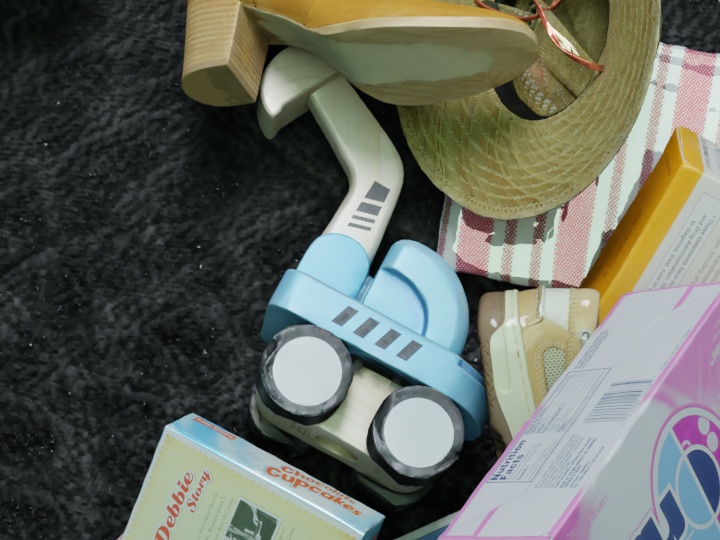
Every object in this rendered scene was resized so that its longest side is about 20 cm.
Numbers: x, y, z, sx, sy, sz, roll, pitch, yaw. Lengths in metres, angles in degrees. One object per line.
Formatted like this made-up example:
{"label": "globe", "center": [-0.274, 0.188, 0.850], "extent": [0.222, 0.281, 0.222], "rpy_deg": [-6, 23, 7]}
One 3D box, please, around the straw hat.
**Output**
{"label": "straw hat", "center": [0.111, -0.125, 0.933], "extent": [0.085, 0.200, 0.203], "rpy_deg": [0, 82, -42]}

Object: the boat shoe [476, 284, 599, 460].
{"label": "boat shoe", "center": [0.108, 0.105, 0.897], "extent": [0.076, 0.072, 0.202], "rpy_deg": [-7, 109, 7]}

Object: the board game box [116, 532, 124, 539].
{"label": "board game box", "center": [-0.062, 0.213, 0.946], "extent": [0.198, 0.039, 0.159], "rpy_deg": [2, 84, -2]}

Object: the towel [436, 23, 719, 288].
{"label": "towel", "center": [0.147, -0.053, 0.988], "extent": [0.198, 0.030, 0.148], "rpy_deg": [10, 85, 2]}

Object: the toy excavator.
{"label": "toy excavator", "center": [0.000, 0.000, 0.955], "extent": [0.194, 0.100, 0.201], "rpy_deg": [29, 70, 3]}

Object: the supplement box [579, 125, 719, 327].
{"label": "supplement box", "center": [0.221, 0.031, 0.927], "extent": [0.199, 0.074, 0.127], "rpy_deg": [29, 110, -3]}

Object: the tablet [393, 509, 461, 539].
{"label": "tablet", "center": [0.052, 0.198, 0.942], "extent": [0.199, 0.014, 0.131], "rpy_deg": [-21, 87, -18]}

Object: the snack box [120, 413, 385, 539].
{"label": "snack box", "center": [-0.078, 0.188, 0.901], "extent": [0.116, 0.037, 0.201], "rpy_deg": [26, 104, 15]}

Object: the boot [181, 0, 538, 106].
{"label": "boot", "center": [0.000, -0.161, 0.937], "extent": [0.200, 0.071, 0.145], "rpy_deg": [-2, 59, 19]}

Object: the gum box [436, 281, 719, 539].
{"label": "gum box", "center": [0.126, 0.109, 0.817], "extent": [0.200, 0.066, 0.114], "rpy_deg": [-46, 116, -39]}
